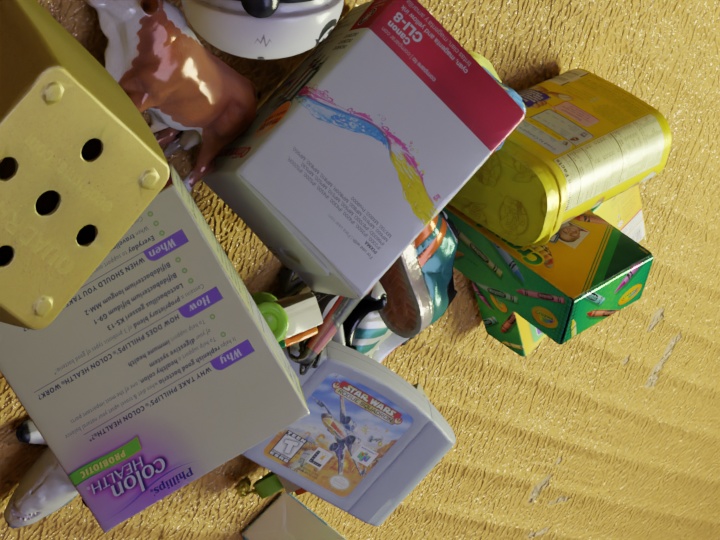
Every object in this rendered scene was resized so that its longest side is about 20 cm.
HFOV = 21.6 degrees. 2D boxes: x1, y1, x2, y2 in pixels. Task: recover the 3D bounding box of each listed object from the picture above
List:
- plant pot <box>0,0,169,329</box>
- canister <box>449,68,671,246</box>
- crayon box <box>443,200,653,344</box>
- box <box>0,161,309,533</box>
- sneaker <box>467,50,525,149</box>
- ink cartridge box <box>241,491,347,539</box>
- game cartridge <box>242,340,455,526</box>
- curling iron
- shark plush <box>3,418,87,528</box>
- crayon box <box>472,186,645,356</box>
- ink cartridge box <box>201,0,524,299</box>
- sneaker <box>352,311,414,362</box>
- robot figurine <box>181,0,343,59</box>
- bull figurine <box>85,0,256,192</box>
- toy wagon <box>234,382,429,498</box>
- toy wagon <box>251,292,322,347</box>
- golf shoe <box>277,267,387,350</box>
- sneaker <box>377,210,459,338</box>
[{"bbox_3d":[-0.241,-0.080,1.194,0.200,0.176,0.200,-51,140,-5],"label":"plant pot"},{"bbox_3d":[0.179,-0.112,1.773,0.200,0.148,0.087,-26,138,-40],"label":"canister"},{"bbox_3d":[0.159,-0.025,1.775,0.119,0.200,0.058,-27,141,-38],"label":"crayon box"},{"bbox_3d":[-0.163,0.054,1.382,0.176,0.097,0.200,-30,104,0],"label":"box"},{"bbox_3d":[0.071,-0.148,1.633,0.200,0.105,0.076,-15,131,-46],"label":"sneaker"},{"bbox_3d":[-0.037,0.321,1.925,0.067,0.116,0.200,-45,148,-16],"label":"ink cartridge box"},{"bbox_3d":[-0.021,0.136,1.668,0.200,0.042,0.133,31,116,-23],"label":"game cartridge"},{"bbox_3d":[0.000,0.000,1.583,0.026,0.050,0.200,35,90,-26],"label":"curling iron"},{"bbox_3d":[-0.223,0.135,1.588,0.200,0.091,0.083,-54,176,-41],"label":"shark plush"},{"bbox_3d":[0.207,-0.021,1.963,0.200,0.058,0.119,-44,146,-17],"label":"crayon box"},{"bbox_3d":[-0.003,-0.097,1.498,0.145,0.145,0.200,44,79,-14],"label":"ink cartridge box"},{"bbox_3d":[-0.013,0.057,1.770,0.200,0.070,0.093,-45,125,-5],"label":"sneaker"},{"bbox_3d":[-0.064,-0.248,1.330,0.150,0.125,0.201,-25,130,-44],"label":"robot figurine"},{"bbox_3d":[-0.150,-0.135,1.395,0.121,0.065,0.200,-49,143,4],"label":"bull figurine"},{"bbox_3d":[-0.026,0.169,1.793,0.200,0.040,0.155,-32,-179,5],"label":"toy wagon"},{"bbox_3d":[-0.131,0.059,1.526,0.199,0.040,0.155,-18,-177,-3],"label":"toy wagon"},{"bbox_3d":[-0.060,0.066,1.675,0.200,0.094,0.078,-50,149,-4],"label":"golf shoe"},{"bbox_3d":[0.042,-0.044,1.704,0.080,0.071,0.201,-35,124,-42],"label":"sneaker"}]
